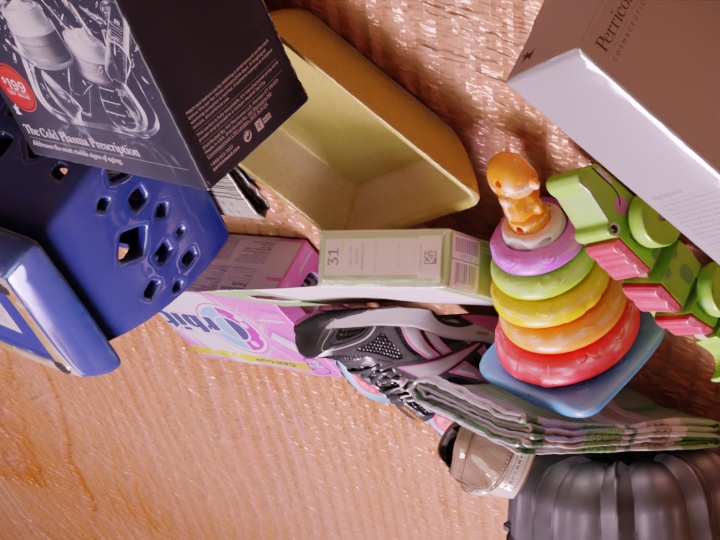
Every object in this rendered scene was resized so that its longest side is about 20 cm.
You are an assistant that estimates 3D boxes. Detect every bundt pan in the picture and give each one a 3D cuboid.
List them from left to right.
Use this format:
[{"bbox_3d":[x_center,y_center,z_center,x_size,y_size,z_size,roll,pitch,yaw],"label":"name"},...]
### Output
[{"bbox_3d":[0.208,0.167,1.451,0.201,0.201,0.076,5,108,43],"label":"bundt pan"}]

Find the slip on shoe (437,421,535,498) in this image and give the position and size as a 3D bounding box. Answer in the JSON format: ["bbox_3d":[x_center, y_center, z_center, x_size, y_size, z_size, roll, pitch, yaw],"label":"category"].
[{"bbox_3d":[0.092,0.142,1.467,0.060,0.077,0.200,22,179,-3],"label":"slip on shoe"}]

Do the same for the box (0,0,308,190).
[{"bbox_3d":[-0.162,-0.165,1.190,0.199,0.104,0.183,13,137,45],"label":"box"}]

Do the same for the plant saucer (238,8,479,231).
[{"bbox_3d":[-0.028,-0.106,1.303,0.200,0.049,0.200,38,156,-18],"label":"plant saucer"}]

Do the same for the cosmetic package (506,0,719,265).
[{"bbox_3d":[0.188,-0.090,1.020,0.199,0.102,0.071,37,155,-20],"label":"cosmetic package"}]

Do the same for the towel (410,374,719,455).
[{"bbox_3d":[0.157,0.104,1.400,0.199,0.031,0.149,2,-168,-34],"label":"towel"}]

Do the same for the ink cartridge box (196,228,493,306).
[{"bbox_3d":[0.000,0.000,1.361,0.198,0.048,0.145,1,175,25],"label":"ink cartridge box"}]

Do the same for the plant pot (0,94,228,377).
[{"bbox_3d":[-0.251,-0.041,1.458,0.199,0.180,0.200,19,153,30],"label":"plant pot"}]

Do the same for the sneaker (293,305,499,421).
[{"bbox_3d":[0.039,0.074,1.439,0.199,0.087,0.080,5,173,-35],"label":"sneaker"}]

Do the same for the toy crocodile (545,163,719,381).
[{"bbox_3d":[0.199,0.000,1.241,0.200,0.062,0.067,42,154,-26],"label":"toy crocodile"}]

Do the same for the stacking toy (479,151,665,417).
[{"bbox_3d":[0.127,-0.007,1.285,0.116,0.110,0.201,20,146,43],"label":"stacking toy"}]

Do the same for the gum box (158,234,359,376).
[{"bbox_3d":[-0.093,0.028,1.628,0.199,0.066,0.114,5,147,44],"label":"gum box"}]

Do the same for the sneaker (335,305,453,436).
[{"bbox_3d":[0.068,0.080,1.567,0.199,0.080,0.095,31,145,-22],"label":"sneaker"}]

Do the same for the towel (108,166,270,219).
[{"bbox_3d":[-0.180,-0.116,1.491,0.199,0.035,0.193,10,147,43],"label":"towel"}]
